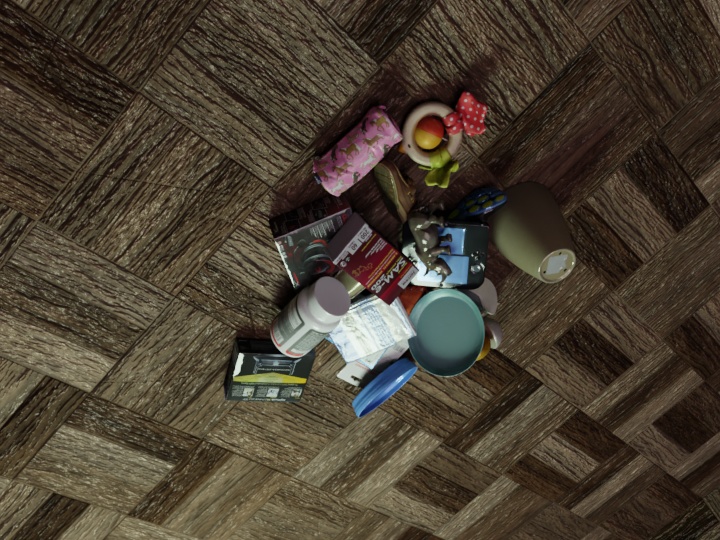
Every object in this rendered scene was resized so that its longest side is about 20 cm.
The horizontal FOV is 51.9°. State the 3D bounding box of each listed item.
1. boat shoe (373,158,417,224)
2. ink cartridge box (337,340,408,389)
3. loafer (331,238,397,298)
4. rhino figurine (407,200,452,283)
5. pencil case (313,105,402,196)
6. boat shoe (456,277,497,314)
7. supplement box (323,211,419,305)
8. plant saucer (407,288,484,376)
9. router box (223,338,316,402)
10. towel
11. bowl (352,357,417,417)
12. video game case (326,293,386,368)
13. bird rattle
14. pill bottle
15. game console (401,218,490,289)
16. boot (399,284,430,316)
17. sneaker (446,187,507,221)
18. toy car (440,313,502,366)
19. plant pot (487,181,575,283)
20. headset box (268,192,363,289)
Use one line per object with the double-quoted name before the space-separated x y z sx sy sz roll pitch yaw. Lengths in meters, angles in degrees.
"boat shoe" 0.079 -0.179 1.570 0.067 0.072 0.201 -43 151 -9
"ink cartridge box" 0.032 0.195 1.852 0.115 0.068 0.200 30 111 -35
"loafer" 0.000 0.000 1.678 0.199 0.068 0.076 -42 92 4
"rhino figurine" 0.158 -0.057 1.634 0.086 0.060 0.203 -4 124 21
"pencil case" -0.007 -0.242 1.496 0.199 0.084 0.086 -39 145 12
"boat shoe" 0.283 0.049 1.852 0.061 0.074 0.200 0 153 38
"supplement box" 0.026 -0.022 1.587 0.109 0.061 0.199 -49 129 5
"plant saucer" 0.202 0.145 1.733 0.200 0.201 0.027 -46 156 18
"router box" -0.223 0.247 1.808 0.196 0.053 0.159 6 124 -24
"towel" 0.020 0.128 1.732 0.197 0.024 0.148 -24 113 18
"bowl" 0.060 0.297 1.895 0.199 0.040 0.201 -37 164 -12
"video game case" -0.013 0.128 1.762 0.198 0.018 0.144 34 112 -9
"bird rattle" 0.166 -0.279 1.524 0.160 0.113 0.203 19 116 -12
"pill bottle" -0.111 0.103 1.659 0.112 0.116 0.200 17 142 -29
"game console" 0.191 -0.038 1.688 0.195 0.031 0.180 5 128 6
"boot" 0.103 0.050 1.774 0.107 0.075 0.200 -45 132 6
"sneaker" 0.256 -0.115 1.701 0.199 0.072 0.082 -41 130 21
"toy car" 0.235 0.146 1.819 0.173 0.199 0.152 -32 109 -16
"plant pot" 0.406 -0.069 1.701 0.183 0.202 0.190 -9 129 -12
"headset box" -0.081 -0.070 1.603 0.196 0.076 0.150 -22 130 -3
